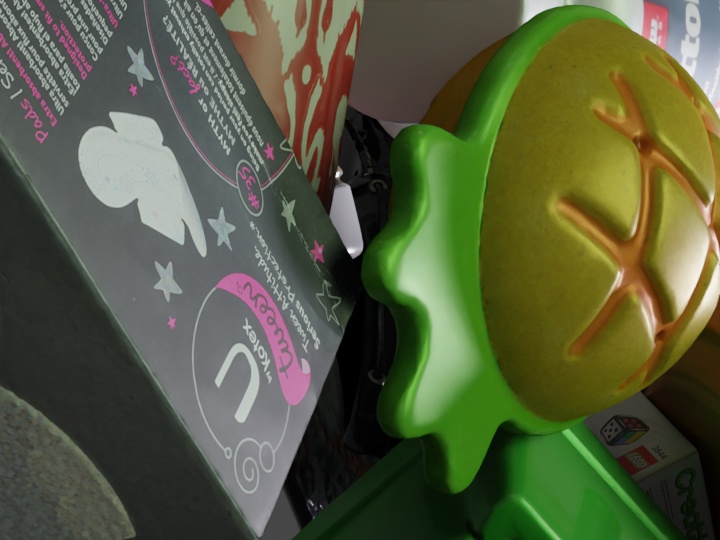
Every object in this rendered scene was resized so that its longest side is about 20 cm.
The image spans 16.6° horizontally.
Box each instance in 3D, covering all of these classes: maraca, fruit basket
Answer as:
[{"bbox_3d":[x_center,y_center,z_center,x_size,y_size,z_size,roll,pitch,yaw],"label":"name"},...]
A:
[{"bbox_3d":[0.056,-0.010,0.783,0.200,0.107,0.138,-33,118,-53],"label":"maraca"},{"bbox_3d":[0.062,0.148,0.872,0.216,0.155,0.216,48,7,-8],"label":"fruit basket"}]

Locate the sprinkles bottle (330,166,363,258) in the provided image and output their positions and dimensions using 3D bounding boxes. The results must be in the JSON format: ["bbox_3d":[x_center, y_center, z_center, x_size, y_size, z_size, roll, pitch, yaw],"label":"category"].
[{"bbox_3d":[-0.054,-0.093,0.885,0.068,0.068,0.201,-17,94,-65],"label":"sprinkles bottle"}]

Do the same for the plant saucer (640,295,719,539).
[{"bbox_3d":[0.157,0.103,0.881,0.201,0.032,0.200,56,-15,23],"label":"plant saucer"}]

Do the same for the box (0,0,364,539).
[{"bbox_3d":[-0.109,-0.025,0.659,0.200,0.132,0.115,61,32,-29],"label":"box"}]

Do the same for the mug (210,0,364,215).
[{"bbox_3d":[-0.074,-0.118,0.793,0.133,0.177,0.201,5,91,-82],"label":"mug"}]

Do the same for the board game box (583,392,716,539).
[{"bbox_3d":[0.080,0.074,0.974,0.200,0.035,0.127,49,-20,52],"label":"board game box"}]

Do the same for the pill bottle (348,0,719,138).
[{"bbox_3d":[0.064,-0.092,0.934,0.200,0.119,0.120,1,77,-62],"label":"pill bottle"}]

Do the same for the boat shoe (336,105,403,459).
[{"bbox_3d":[0.000,0.002,0.951,0.075,0.066,0.200,104,-22,-45],"label":"boat shoe"}]
